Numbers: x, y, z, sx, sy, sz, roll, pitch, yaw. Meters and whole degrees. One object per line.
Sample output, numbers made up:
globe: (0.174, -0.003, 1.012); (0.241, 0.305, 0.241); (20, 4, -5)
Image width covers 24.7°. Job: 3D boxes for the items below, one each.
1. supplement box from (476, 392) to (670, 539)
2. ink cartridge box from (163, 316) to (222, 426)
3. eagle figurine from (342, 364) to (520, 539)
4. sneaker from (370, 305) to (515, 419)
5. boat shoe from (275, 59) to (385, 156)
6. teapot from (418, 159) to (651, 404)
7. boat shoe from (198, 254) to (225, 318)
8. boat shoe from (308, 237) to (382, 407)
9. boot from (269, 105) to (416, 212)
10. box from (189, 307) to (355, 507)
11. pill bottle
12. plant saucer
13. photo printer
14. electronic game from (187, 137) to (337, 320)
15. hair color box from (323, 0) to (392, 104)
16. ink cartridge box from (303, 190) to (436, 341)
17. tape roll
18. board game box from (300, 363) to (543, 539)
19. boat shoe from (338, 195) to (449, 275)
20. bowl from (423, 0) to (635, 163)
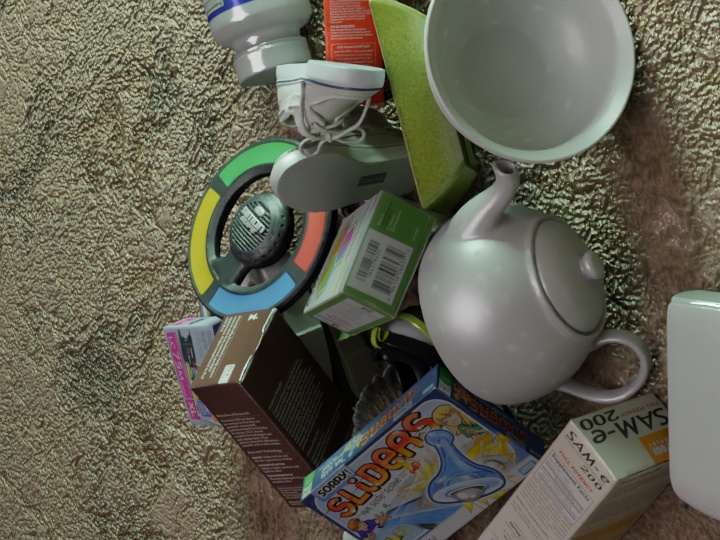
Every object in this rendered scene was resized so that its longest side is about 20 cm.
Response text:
supplement box: (0.203, 0.213, 1.521); (0.074, 0.126, 0.200); (52, 130, 25)
ink cartridge box: (-0.149, 0.112, 1.811); (0.200, 0.042, 0.120); (-6, 102, 58)
eagle figurine: (0.058, 0.208, 1.674); (0.151, 0.151, 0.201); (-116, 36, -43)
sneaker: (0.076, 0.126, 1.569); (0.200, 0.083, 0.072); (54, 158, -12)
boat shoe: (-0.035, -0.148, 1.522); (0.202, 0.074, 0.087); (-168, 81, -66)
teapot: (0.159, 0.022, 1.494); (0.145, 0.199, 0.199); (-23, 70, 33)
boat shoe: (-0.158, 0.084, 1.906); (0.072, 0.072, 0.202); (-20, 80, 55)
boat shoe: (-0.036, 0.053, 1.776); (0.057, 0.067, 0.201); (-20, 88, 42)
boot: (-0.029, -0.116, 1.635); (0.096, 0.199, 0.074); (47, 124, 33)
box: (-0.078, 0.143, 1.671); (0.075, 0.100, 0.200); (-7, 132, 34)
pill bottle: (-0.116, -0.303, 1.746); (0.112, 0.112, 0.201); (-21, 84, 46)
plant saucer: (0.067, -0.158, 1.567); (0.048, 0.200, 0.201); (-15, 88, 9)
photo printer: (0.339, 0.124, 1.400); (0.166, 0.069, 0.202); (8, 104, 45)
electronic game: (-0.103, -0.041, 1.699); (0.199, 0.042, 0.201); (-16, 63, 35)
hair color box: (-0.001, -0.269, 1.633); (0.061, 0.102, 0.202); (-1, 101, 9)
ink cartridge box: (0.000, 0.000, 1.565); (0.104, 0.059, 0.200); (-67, 10, -14)
tape roll: (-0.087, 0.057, 1.790); (0.203, 0.037, 0.204); (56, 158, 37)
board game box: (0.057, 0.188, 1.548); (0.135, 0.035, 0.200); (35, 123, -18)
boat shoe: (0.013, -0.061, 1.700); (0.199, 0.074, 0.061); (32, 116, 28)
bowl: (0.138, -0.187, 1.478); (0.090, 0.200, 0.202); (154, 101, -72)
